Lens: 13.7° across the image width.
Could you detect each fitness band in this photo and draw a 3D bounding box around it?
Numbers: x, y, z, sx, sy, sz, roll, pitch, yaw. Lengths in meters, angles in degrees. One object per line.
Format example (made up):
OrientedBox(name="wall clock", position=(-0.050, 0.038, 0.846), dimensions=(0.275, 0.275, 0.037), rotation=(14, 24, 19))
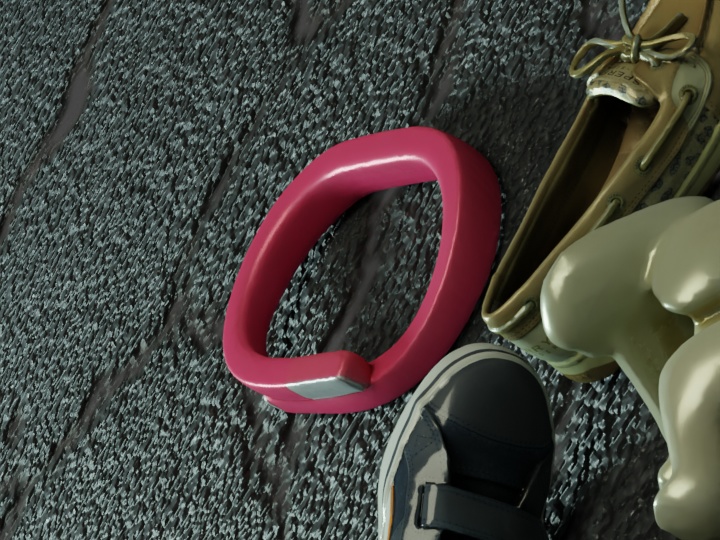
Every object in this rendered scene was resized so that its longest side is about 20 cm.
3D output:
OrientedBox(name="fitness band", position=(0.000, 0.000, 1.498), dimensions=(0.200, 0.037, 0.144), rotation=(-6, 59, 58))

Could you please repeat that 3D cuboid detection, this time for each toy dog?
OrientedBox(name="toy dog", position=(0.186, 0.051, 1.041), dimensions=(0.193, 0.140, 0.200), rotation=(-27, 25, -9))

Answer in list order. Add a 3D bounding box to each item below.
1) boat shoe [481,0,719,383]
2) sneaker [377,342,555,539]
OrientedBox(name="boat shoe", position=(0.116, -0.053, 1.303), dimensions=(0.073, 0.062, 0.201), rotation=(-1, 65, 61))
OrientedBox(name="sneaker", position=(0.041, 0.134, 1.259), dimensions=(0.079, 0.078, 0.201), rotation=(31, 105, 68))
